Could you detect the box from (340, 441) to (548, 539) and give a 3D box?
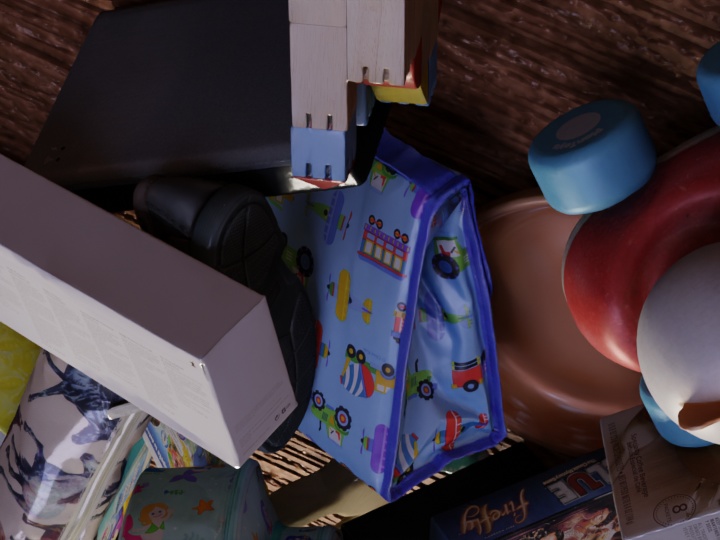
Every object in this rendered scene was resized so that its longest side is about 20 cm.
[{"bbox_3d":[0.064,0.227,1.128,0.079,0.140,0.201,45,148,39],"label":"box"}]

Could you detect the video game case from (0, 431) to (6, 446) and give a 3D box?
[{"bbox_3d":[-0.264,0.057,1.110,0.022,0.182,0.200,-44,123,0],"label":"video game case"}]

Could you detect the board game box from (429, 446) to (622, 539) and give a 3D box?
[{"bbox_3d":[0.100,0.207,1.054,0.035,0.135,0.201,48,146,41],"label":"board game box"}]

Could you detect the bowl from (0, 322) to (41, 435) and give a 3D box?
[{"bbox_3d":[-0.219,0.010,1.083,0.108,0.200,0.200,-45,107,0],"label":"bowl"}]

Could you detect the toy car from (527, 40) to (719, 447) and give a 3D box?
[{"bbox_3d":[0.192,0.015,0.819,0.176,0.200,0.185,-25,114,8],"label":"toy car"}]

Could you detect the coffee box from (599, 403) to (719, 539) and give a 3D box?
[{"bbox_3d":[0.238,0.107,0.925,0.199,0.115,0.080,-20,118,11],"label":"coffee box"}]

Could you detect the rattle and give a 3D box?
[{"bbox_3d":[-0.022,0.120,1.160,0.130,0.143,0.200,24,122,-35],"label":"rattle"}]

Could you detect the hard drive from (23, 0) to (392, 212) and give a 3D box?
[{"bbox_3d":[-0.072,-0.094,0.915,0.199,0.140,0.033,-4,139,27],"label":"hard drive"}]

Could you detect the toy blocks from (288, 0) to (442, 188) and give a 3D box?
[{"bbox_3d":[0.007,-0.128,0.793,0.099,0.200,0.138,6,125,8],"label":"toy blocks"}]

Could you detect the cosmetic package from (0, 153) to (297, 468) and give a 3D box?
[{"bbox_3d":[-0.124,0.014,0.855,0.199,0.051,0.083,27,150,32],"label":"cosmetic package"}]

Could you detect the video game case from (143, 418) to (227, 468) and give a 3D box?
[{"bbox_3d":[-0.107,0.065,1.094,0.144,0.018,0.201,58,147,34],"label":"video game case"}]

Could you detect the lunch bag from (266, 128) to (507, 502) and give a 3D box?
[{"bbox_3d":[0.000,0.000,0.973,0.150,0.094,0.201,33,137,43],"label":"lunch bag"}]

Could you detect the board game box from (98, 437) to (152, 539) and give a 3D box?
[{"bbox_3d":[-0.207,0.204,1.197,0.047,0.201,0.151,23,135,3],"label":"board game box"}]

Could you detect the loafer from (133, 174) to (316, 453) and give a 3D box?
[{"bbox_3d":[-0.070,0.019,0.911,0.063,0.072,0.201,22,147,24],"label":"loafer"}]

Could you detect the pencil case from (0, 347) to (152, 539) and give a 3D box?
[{"bbox_3d":[-0.164,0.105,0.982,0.077,0.090,0.201,12,117,-31],"label":"pencil case"}]

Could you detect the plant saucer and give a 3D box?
[{"bbox_3d":[0.136,0.028,1.000,0.199,0.038,0.201,13,133,15],"label":"plant saucer"}]

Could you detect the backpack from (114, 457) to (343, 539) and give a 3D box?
[{"bbox_3d":[-0.079,0.216,1.023,0.149,0.178,0.201,-8,118,9],"label":"backpack"}]
